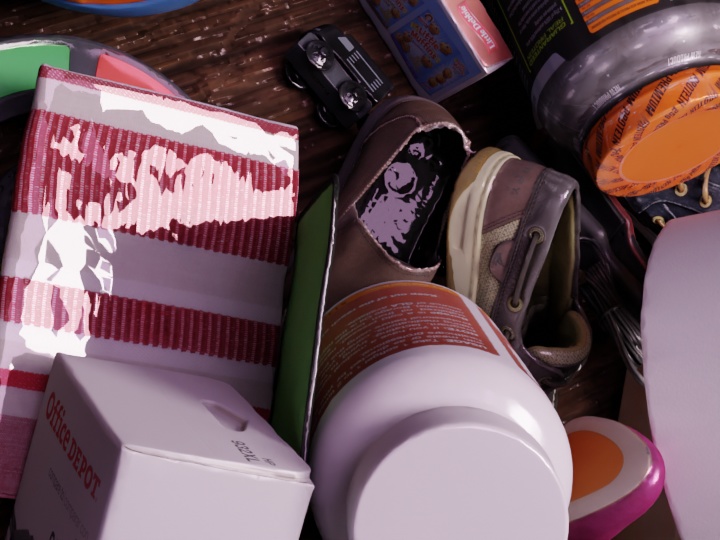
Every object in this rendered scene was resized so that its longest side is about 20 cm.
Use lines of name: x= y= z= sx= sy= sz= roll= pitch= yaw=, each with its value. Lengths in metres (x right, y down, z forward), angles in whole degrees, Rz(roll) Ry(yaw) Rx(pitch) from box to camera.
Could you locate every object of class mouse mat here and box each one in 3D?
mouse mat: x=-0.031 y=0.064 z=0.709 sx=0.008 sy=0.161 sz=0.201 roll=9 pitch=84 yaw=-7

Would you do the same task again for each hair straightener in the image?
hair straightener: x=0.129 y=0.008 z=0.870 sx=0.077 sy=0.041 sz=0.200 roll=-19 pitch=70 yaw=-35

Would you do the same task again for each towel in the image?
towel: x=-0.104 y=0.015 z=0.755 sx=0.144 sy=0.023 sz=0.201 roll=12 pitch=80 yaw=-29

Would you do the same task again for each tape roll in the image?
tape roll: x=0.209 y=0.066 z=0.790 sx=0.202 sy=0.071 sz=0.203 roll=33 pitch=51 yaw=-53

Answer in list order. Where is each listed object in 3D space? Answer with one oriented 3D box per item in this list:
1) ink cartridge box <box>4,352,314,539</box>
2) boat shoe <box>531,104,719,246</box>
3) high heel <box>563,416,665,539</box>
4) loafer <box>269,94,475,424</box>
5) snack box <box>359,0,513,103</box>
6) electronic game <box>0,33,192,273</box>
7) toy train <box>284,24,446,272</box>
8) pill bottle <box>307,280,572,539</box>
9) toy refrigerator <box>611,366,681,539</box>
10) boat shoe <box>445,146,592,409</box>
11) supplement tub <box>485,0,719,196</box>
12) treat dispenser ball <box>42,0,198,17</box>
ink cartridge box: x=-0.103 y=0.151 z=0.661 sx=0.083 sy=0.145 sz=0.201 roll=13 pitch=97 yaw=-23
boat shoe: x=0.194 y=-0.055 z=0.923 sx=0.200 sy=0.091 sz=0.071 roll=44 pitch=64 yaw=-13
high heel: x=0.117 y=0.131 z=0.783 sx=0.096 sy=0.200 sz=0.067 roll=34 pitch=61 yaw=-10
loafer: x=0.000 y=0.000 z=0.806 sx=0.073 sy=0.071 sz=0.201 roll=21 pitch=85 yaw=-15
snack box: x=0.007 y=-0.187 z=0.864 sx=0.024 sy=0.072 sz=0.200 roll=-36 pitch=97 yaw=-27
electronic game: x=-0.146 y=-0.018 z=0.769 sx=0.199 sy=0.042 sz=0.201 roll=6 pitch=77 yaw=-26
toy train: x=0.033 y=-0.055 z=0.875 sx=0.200 sy=0.034 sz=0.046 roll=50 pitch=52 yaw=-9
pill bottle: x=0.029 y=0.077 z=0.690 sx=0.112 sy=0.200 sz=0.113 roll=-1 pitch=102 yaw=-5
toy refrigerator: x=0.189 y=0.113 z=0.901 sx=0.076 sy=0.070 sz=0.201 roll=23 pitch=70 yaw=-29
boat shoe: x=0.086 y=0.035 z=0.814 sx=0.072 sy=0.066 sz=0.201 roll=-36 pitch=131 yaw=-42
supplement tub: x=0.135 y=-0.149 z=0.864 sx=0.122 sy=0.123 sz=0.201 roll=-7 pitch=64 yaw=-28
treat dispenser ball: x=-0.115 y=-0.221 z=0.736 sx=0.200 sy=0.201 sz=0.202 roll=6 pitch=77 yaw=-26
